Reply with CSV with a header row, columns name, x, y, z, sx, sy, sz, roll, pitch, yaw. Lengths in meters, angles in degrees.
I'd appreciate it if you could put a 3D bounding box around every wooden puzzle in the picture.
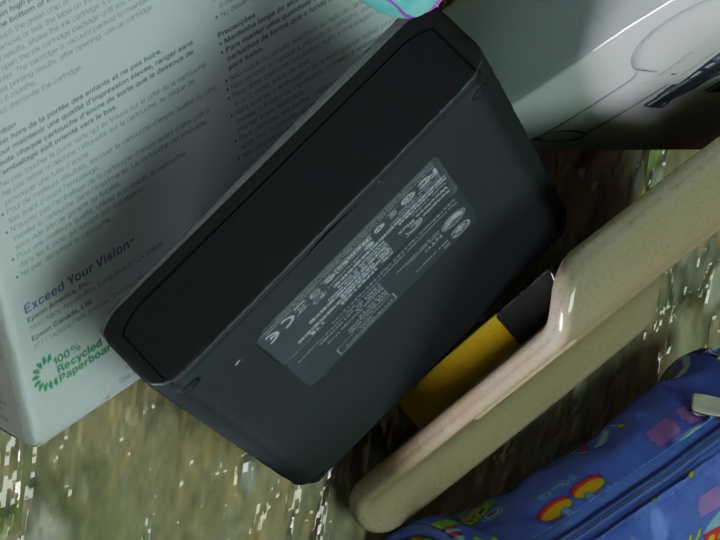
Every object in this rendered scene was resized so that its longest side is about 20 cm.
name,x,y,z,sx,sy,sz,roll,pitch,yaw
wooden puzzle,0.088,0.004,1.036,0.185,0.037,0.200,-36,171,-34

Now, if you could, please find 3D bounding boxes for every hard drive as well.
name,x,y,z,sx,sy,sz,roll,pitch,yaw
hard drive,0.000,0.000,0.919,0.140,0.033,0.200,-46,162,-1

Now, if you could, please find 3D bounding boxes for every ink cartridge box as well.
name,x,y,z,sx,sy,sz,roll,pitch,yaw
ink cartridge box,-0.057,-0.076,0.880,0.196,0.043,0.200,-33,130,-33

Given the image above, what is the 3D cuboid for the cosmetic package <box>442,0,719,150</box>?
name,x,y,z,sx,sy,sz,roll,pitch,yaw
cosmetic package,0.137,-0.095,1.009,0.200,0.151,0.052,-3,70,-45

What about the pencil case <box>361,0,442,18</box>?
name,x,y,z,sx,sy,sz,roll,pitch,yaw
pencil case,-0.051,-0.129,0.757,0.200,0.092,0.085,11,103,-40

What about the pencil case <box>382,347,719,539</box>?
name,x,y,z,sx,sy,sz,roll,pitch,yaw
pencil case,0.094,0.101,1.126,0.200,0.078,0.087,-27,161,-38
